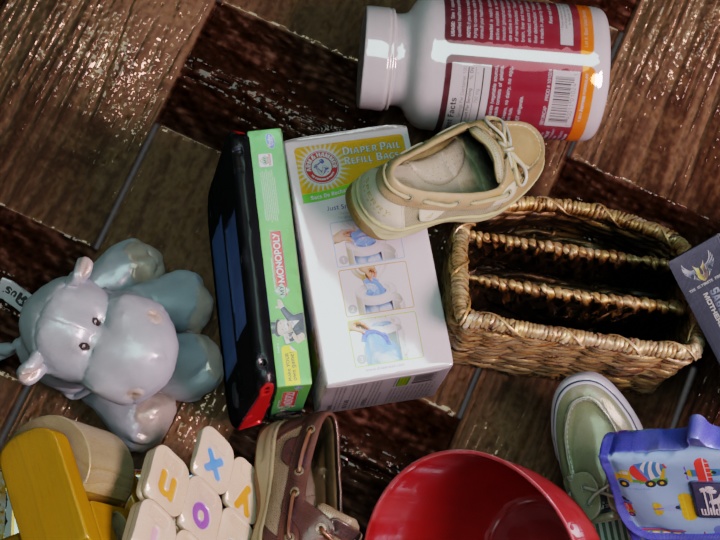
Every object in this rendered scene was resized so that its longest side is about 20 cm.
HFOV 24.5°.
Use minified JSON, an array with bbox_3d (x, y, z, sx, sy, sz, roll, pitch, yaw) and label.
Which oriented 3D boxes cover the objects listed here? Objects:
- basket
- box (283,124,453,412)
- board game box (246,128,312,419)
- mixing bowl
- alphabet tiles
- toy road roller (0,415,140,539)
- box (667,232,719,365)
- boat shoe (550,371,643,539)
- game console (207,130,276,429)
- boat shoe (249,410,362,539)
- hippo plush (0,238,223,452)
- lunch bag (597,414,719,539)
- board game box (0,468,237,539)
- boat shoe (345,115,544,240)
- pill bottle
[{"bbox_3d":[0.167,0.007,1.314,0.199,0.149,0.143,9,74,-1],"label":"basket"},{"bbox_3d":[0.000,0.000,1.319,0.101,0.113,0.201,-8,75,-8],"label":"box"},{"bbox_3d":[-0.067,0.006,1.302,0.029,0.135,0.201,-6,75,-6],"label":"board game box"},{"bbox_3d":[0.111,0.230,1.248,0.108,0.200,0.201,-2,69,-51],"label":"mixing bowl"},{"bbox_3d":[-0.101,0.221,1.221,0.015,0.200,0.196,-22,37,27],"label":"alphabet tiles"},{"bbox_3d":[-0.226,0.218,1.190,0.146,0.123,0.201,-22,71,11],"label":"toy road roller"},{"bbox_3d":[0.328,0.047,1.301,0.051,0.200,0.158,-32,76,27],"label":"box"},{"bbox_3d":[0.196,0.177,1.283,0.072,0.062,0.201,-16,95,13],"label":"boat shoe"},{"bbox_3d":[-0.093,0.013,1.275,0.031,0.177,0.201,-6,76,-8],"label":"game console"},{"bbox_3d":[-0.036,0.200,1.258,0.072,0.072,0.201,-22,52,28],"label":"boat shoe"},{"bbox_3d":[-0.198,0.034,1.269,0.199,0.161,0.160,24,75,2],"label":"hippo plush"},{"bbox_3d":[0.266,0.154,1.192,0.150,0.200,0.094,-3,56,25],"label":"lunch bag"},{"bbox_3d":[-0.194,0.229,1.276,0.199,0.046,0.152,1,75,-4],"label":"board game box"},{"bbox_3d":[0.078,-0.078,1.272,0.200,0.063,0.073,-17,75,-38],"label":"boat shoe"},{"bbox_3d":[0.099,-0.170,1.374,0.199,0.113,0.113,4,75,-4],"label":"pill bottle"}]
